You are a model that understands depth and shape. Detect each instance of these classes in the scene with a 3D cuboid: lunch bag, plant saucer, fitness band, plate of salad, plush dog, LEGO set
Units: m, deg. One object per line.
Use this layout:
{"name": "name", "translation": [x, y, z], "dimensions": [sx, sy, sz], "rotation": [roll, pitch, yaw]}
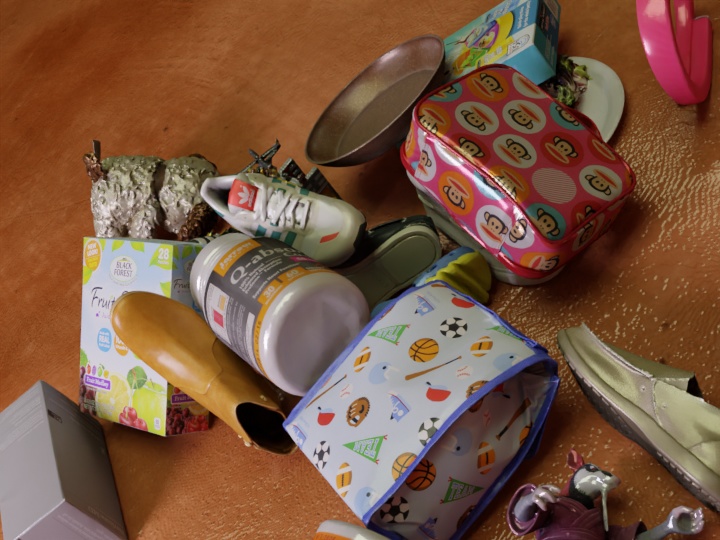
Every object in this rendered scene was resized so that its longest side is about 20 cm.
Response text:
{"name": "lunch bag", "translation": [0.154, -0.105, 0.966], "dimensions": [0.175, 0.082, 0.200], "rotation": [-32, 68, -31]}
{"name": "lunch bag", "translation": [0.060, 0.119, 0.884], "dimensions": [0.201, 0.124, 0.170], "rotation": [-52, 39, -2]}
{"name": "plant saucer", "translation": [0.023, -0.181, 1.149], "dimensions": [0.199, 0.037, 0.201], "rotation": [-35, 28, 21]}
{"name": "fitness band", "translation": [0.309, -0.252, 1.008], "dimensions": [0.037, 0.144, 0.202], "rotation": [-9, 49, 30]}
{"name": "plate of salad", "translation": [0.184, -0.163, 1.103], "dimensions": [0.198, 0.048, 0.202], "rotation": [-23, 42, 22]}
{"name": "plush dog", "translation": [-0.262, -0.101, 1.348], "dimensions": [0.169, 0.162, 0.202], "rotation": [-5, 47, 0]}
{"name": "LEGO set", "translation": [-0.106, -0.064, 1.187], "dimensions": [0.154, 0.116, 0.200], "rotation": [-45, 39, -6]}

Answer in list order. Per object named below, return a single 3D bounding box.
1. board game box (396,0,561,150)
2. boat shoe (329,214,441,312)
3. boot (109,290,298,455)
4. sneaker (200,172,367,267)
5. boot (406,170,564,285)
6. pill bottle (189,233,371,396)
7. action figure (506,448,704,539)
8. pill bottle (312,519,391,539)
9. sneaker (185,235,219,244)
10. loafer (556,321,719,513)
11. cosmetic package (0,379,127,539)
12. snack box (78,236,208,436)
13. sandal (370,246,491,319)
{"name": "board game box", "translation": [0.128, -0.228, 1.161], "dimensions": [0.199, 0.047, 0.152], "rotation": [-27, 30, 32]}
{"name": "boat shoe", "translation": [-0.001, -0.002, 1.084], "dimensions": [0.198, 0.075, 0.066], "rotation": [-34, 24, 25]}
{"name": "boot", "translation": [-0.147, 0.100, 1.002], "dimensions": [0.071, 0.201, 0.144], "rotation": [-52, 30, -3]}
{"name": "sneaker", "translation": [-0.086, -0.057, 1.052], "dimensions": [0.198, 0.093, 0.071], "rotation": [19, 89, 42]}
{"name": "boot", "translation": [0.116, -0.059, 1.022], "dimensions": [0.074, 0.096, 0.199], "rotation": [-47, 40, -9]}
{"name": "pill bottle", "translation": [-0.085, 0.034, 0.993], "dimensions": [0.117, 0.117, 0.199], "rotation": [-48, 36, -10]}
{"name": "action figure", "translation": [0.160, 0.224, 0.752], "dimensions": [0.201, 0.132, 0.150], "rotation": [-71, 4, -48]}
{"name": "pill bottle", "translation": [-0.024, 0.306, 0.782], "dimensions": [0.113, 0.114, 0.201], "rotation": [6, 57, 41]}
{"name": "sneaker", "translation": [-0.207, 0.052, 1.202], "dimensions": [0.200, 0.074, 0.117], "rotation": [-38, 73, 47]}
{"name": "loafer", "translation": [0.232, 0.102, 0.803], "dimensions": [0.068, 0.076, 0.200], "rotation": [-40, 48, -3]}
{"name": "cosmetic package", "translation": [-0.327, 0.227, 1.107], "dimensions": [0.090, 0.107, 0.200], "rotation": [-40, 41, 1]}
{"name": "snack box", "translation": [-0.238, 0.067, 1.134], "dimensions": [0.167, 0.067, 0.203], "rotation": [4, 92, 42]}
{"name": "sandal", "translation": [0.042, 0.049, 1.000], "dimensions": [0.200, 0.080, 0.087], "rotation": [-43, 35, -5]}
